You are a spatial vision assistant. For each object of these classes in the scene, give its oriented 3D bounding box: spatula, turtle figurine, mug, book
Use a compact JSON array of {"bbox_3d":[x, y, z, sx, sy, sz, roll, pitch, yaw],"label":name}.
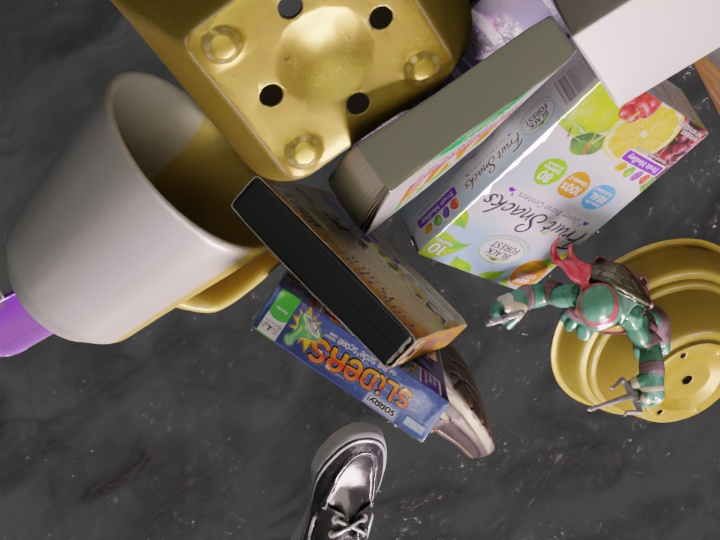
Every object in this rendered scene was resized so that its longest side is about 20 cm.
[{"bbox_3d":[-0.280,-0.011,0.843,0.056,0.021,0.201,-31,129,-12],"label":"spatula"},{"bbox_3d":[0.191,0.041,0.935,0.101,0.149,0.200,-56,162,11],"label":"turtle figurine"},{"bbox_3d":[-0.149,-0.017,0.808,0.153,0.150,0.186,-39,111,22],"label":"mug"},{"bbox_3d":[0.050,-0.088,0.741,0.133,0.200,0.048,-35,90,-6],"label":"book"}]

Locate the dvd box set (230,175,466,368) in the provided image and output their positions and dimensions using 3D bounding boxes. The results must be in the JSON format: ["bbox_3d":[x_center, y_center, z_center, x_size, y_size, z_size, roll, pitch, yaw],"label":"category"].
[{"bbox_3d":[0.000,0.000,0.810,0.029,0.146,0.200,-46,171,10],"label":"dvd box set"}]

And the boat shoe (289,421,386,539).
[{"bbox_3d":[-0.019,0.232,1.092,0.071,0.068,0.201,8,122,-25],"label":"boat shoe"}]

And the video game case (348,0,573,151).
[{"bbox_3d":[0.081,-0.135,0.847,0.199,0.019,0.143,-33,142,16],"label":"video game case"}]

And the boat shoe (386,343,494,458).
[{"bbox_3d":[0.049,0.097,1.022,0.073,0.075,0.200,-28,122,16],"label":"boat shoe"}]

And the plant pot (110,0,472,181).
[{"bbox_3d":[-0.044,-0.171,0.692,0.193,0.201,0.196,-33,129,7],"label":"plant pot"}]

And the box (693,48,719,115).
[{"bbox_3d":[0.350,-0.121,0.922,0.097,0.125,0.200,-35,129,9],"label":"box"}]

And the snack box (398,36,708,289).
[{"bbox_3d":[0.146,-0.076,0.894,0.141,0.053,0.200,19,128,-43],"label":"snack box"}]

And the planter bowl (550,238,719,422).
[{"bbox_3d":[0.281,0.077,1.074,0.198,0.084,0.202,-10,129,-13],"label":"planter bowl"}]

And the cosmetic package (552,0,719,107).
[{"bbox_3d":[0.210,-0.205,0.709,0.199,0.108,0.085,-30,141,20],"label":"cosmetic package"}]

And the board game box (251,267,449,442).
[{"bbox_3d":[-0.003,0.044,0.843,0.135,0.200,0.035,34,98,-3],"label":"board game box"}]
